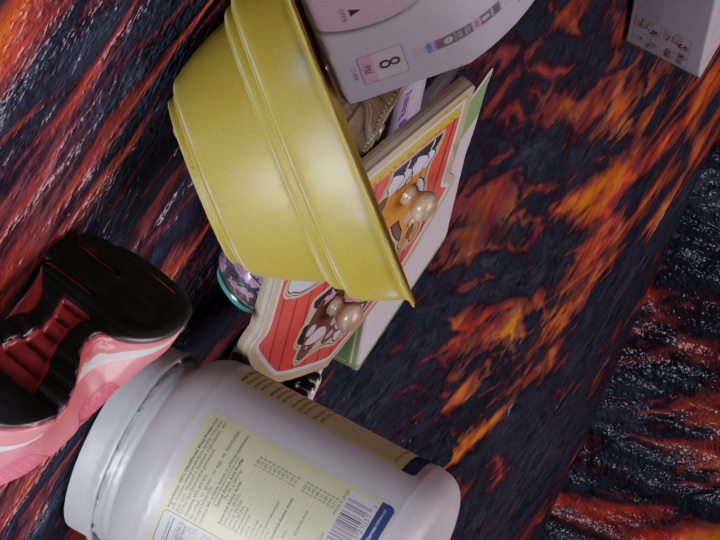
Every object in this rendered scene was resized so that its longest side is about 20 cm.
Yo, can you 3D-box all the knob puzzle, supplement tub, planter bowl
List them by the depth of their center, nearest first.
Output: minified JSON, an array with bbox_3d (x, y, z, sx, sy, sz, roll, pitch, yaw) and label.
[{"bbox_3d":[-0.045,-0.060,1.460,0.083,0.202,0.200,-22,166,1],"label":"planter bowl"},{"bbox_3d":[-0.057,0.141,1.661,0.145,0.199,0.145,-58,167,-22],"label":"supplement tub"},{"bbox_3d":[0.000,0.000,1.719,0.220,0.030,0.220,-47,162,-20],"label":"knob puzzle"}]

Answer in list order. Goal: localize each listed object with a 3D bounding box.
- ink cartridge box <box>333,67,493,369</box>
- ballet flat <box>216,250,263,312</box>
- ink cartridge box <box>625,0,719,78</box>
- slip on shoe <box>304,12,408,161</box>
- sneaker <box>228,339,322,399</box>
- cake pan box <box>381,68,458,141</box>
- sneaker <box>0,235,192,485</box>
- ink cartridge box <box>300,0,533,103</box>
[{"bbox_3d":[0.026,-0.043,1.996,0.146,0.048,0.201,-55,165,-35],"label":"ink cartridge box"},{"bbox_3d":[-0.024,-0.018,1.766,0.071,0.069,0.200,-36,174,20],"label":"ballet flat"},{"bbox_3d":[0.326,-0.306,2.622,0.176,0.083,0.200,-58,168,-21],"label":"ink cartridge box"},{"bbox_3d":[-0.018,-0.107,1.632,0.061,0.076,0.200,-39,162,-35],"label":"slip on shoe"},{"bbox_3d":[-0.082,0.129,1.817,0.200,0.078,0.089,-57,169,-49],"label":"sneaker"},{"bbox_3d":[0.047,-0.185,1.775,0.184,0.052,0.201,-50,162,-41],"label":"cake pan box"},{"bbox_3d":[-0.158,0.050,1.400,0.087,0.074,0.200,-54,171,33],"label":"sneaker"},{"bbox_3d":[0.062,-0.177,1.493,0.163,0.199,0.057,66,10,-57],"label":"ink cartridge box"}]
